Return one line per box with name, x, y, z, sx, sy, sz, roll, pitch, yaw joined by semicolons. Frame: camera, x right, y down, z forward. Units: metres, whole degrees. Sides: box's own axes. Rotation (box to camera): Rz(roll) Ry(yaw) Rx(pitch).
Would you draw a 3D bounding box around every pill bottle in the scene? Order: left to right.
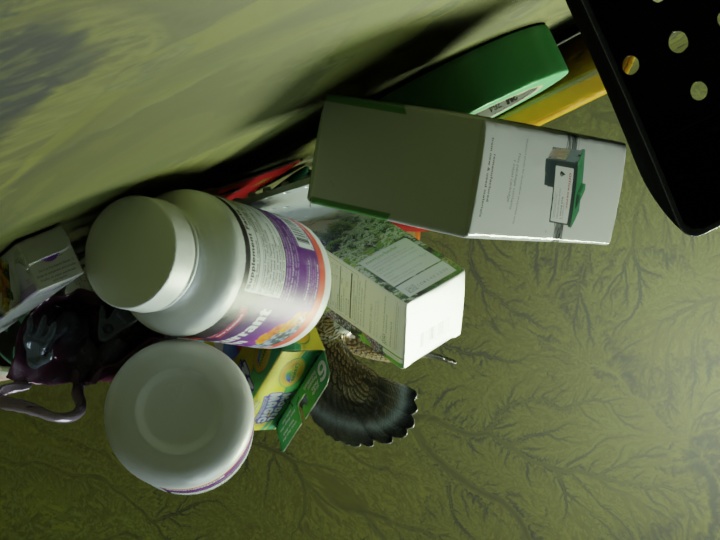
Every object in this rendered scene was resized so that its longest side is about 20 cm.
pill bottle;-0.141;0.122;1.099;0.112;0.113;0.200;-26;173;-9
pill bottle;-0.117;-0.001;1.056;0.111;0.112;0.200;-26;161;24

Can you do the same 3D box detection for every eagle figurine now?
eagle figurine;-0.018;0.076;1.391;0.152;0.200;0.151;-43;-170;-6

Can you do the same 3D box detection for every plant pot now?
plant pot;0.257;-0.163;0.980;0.199;0.200;0.177;-26;-170;-1

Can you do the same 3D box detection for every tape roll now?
tape roll;0.084;-0.150;1.211;0.200;0.048;0.200;-25;180;0

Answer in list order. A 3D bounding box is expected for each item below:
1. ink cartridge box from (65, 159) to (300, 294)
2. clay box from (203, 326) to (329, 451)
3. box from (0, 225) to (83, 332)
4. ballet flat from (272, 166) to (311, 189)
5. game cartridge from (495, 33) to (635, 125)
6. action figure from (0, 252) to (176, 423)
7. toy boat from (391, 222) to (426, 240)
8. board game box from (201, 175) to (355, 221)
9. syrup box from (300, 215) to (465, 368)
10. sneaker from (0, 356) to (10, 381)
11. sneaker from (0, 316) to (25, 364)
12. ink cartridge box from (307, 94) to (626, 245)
ink cartridge box;-0.164;-0.031;1.277;0.176;0.045;0.200;-25;-179;38
clay box;-0.094;0.051;1.216;0.048;0.200;0.115;2;136;-31
box;-0.267;0.016;1.036;0.041;0.039;0.200;-24;179;-35
ballet flat;-0.112;-0.037;1.425;0.200;0.067;0.067;-27;-157;23
game cartridge;0.182;-0.181;1.361;0.200;0.032;0.176;-27;-164;31
action figure;-0.213;0.070;1.152;0.200;0.134;0.149;117;-7;-78
toy boat;0.053;-0.072;1.430;0.131;0.130;0.200;-66;165;16
board game box;-0.017;-0.073;1.161;0.200;0.026;0.200;-14;173;41
syrup box;0.000;0.000;1.301;0.079;0.082;0.200;-28;-134;-34
sneaker;-0.330;0.069;1.490;0.200;0.075;0.105;-21;-177;-26
sneaker;-0.257;0.057;1.382;0.200;0.078;0.140;-1;-175;18
ink cartridge box;0.083;-0.072;1.007;0.146;0.084;0.200;14;-171;37
